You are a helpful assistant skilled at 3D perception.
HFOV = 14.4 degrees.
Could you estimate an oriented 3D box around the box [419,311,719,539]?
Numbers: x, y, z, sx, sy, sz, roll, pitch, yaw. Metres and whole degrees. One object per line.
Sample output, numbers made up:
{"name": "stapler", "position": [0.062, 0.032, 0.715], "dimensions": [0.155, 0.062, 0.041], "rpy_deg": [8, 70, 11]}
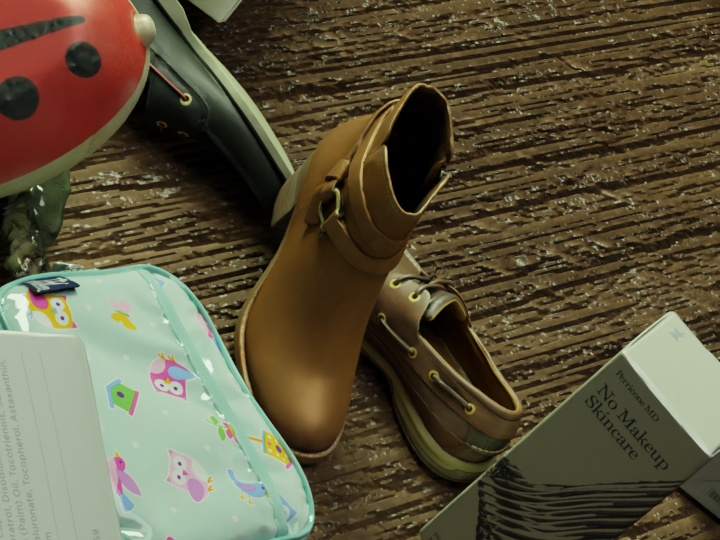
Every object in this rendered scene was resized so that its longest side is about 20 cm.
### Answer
{"name": "box", "position": [0.128, 0.116, 1.620], "dimensions": [0.082, 0.200, 0.068], "rpy_deg": [49, 38, 8]}

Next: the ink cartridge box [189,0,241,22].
{"name": "ink cartridge box", "position": [-0.091, -0.264, 1.814], "dimensions": [0.128, 0.125, 0.200], "rpy_deg": [35, 25, -11]}

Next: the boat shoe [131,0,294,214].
{"name": "boat shoe", "position": [-0.109, -0.113, 1.746], "dimensions": [0.202, 0.063, 0.074], "rpy_deg": [52, -1, -8]}

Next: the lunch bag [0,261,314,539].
{"name": "lunch bag", "position": [-0.122, 0.086, 1.530], "dimensions": [0.160, 0.077, 0.200], "rpy_deg": [-8, 60, -45]}

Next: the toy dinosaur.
{"name": "toy dinosaur", "position": [-0.196, -0.065, 1.632], "dimensions": [0.088, 0.047, 0.200], "rpy_deg": [33, 42, -17]}

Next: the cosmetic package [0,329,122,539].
{"name": "cosmetic package", "position": [-0.235, 0.129, 1.298], "dimensions": [0.200, 0.167, 0.167], "rpy_deg": [5, 64, -40]}

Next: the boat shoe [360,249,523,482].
{"name": "boat shoe", "position": [0.036, 0.030, 1.729], "dimensions": [0.072, 0.068, 0.200], "rpy_deg": [-11, 62, -46]}

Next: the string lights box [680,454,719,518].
{"name": "string lights box", "position": [0.284, 0.097, 1.889], "dimensions": [0.103, 0.059, 0.200], "rpy_deg": [38, 38, -4]}

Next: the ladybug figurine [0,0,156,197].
{"name": "ladybug figurine", "position": [-0.210, -0.110, 1.562], "dimensions": [0.200, 0.072, 0.136], "rpy_deg": [-20, 75, -3]}

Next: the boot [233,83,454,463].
{"name": "boot", "position": [0.000, 0.000, 1.634], "dimensions": [0.077, 0.155, 0.200], "rpy_deg": [23, 60, -21]}
